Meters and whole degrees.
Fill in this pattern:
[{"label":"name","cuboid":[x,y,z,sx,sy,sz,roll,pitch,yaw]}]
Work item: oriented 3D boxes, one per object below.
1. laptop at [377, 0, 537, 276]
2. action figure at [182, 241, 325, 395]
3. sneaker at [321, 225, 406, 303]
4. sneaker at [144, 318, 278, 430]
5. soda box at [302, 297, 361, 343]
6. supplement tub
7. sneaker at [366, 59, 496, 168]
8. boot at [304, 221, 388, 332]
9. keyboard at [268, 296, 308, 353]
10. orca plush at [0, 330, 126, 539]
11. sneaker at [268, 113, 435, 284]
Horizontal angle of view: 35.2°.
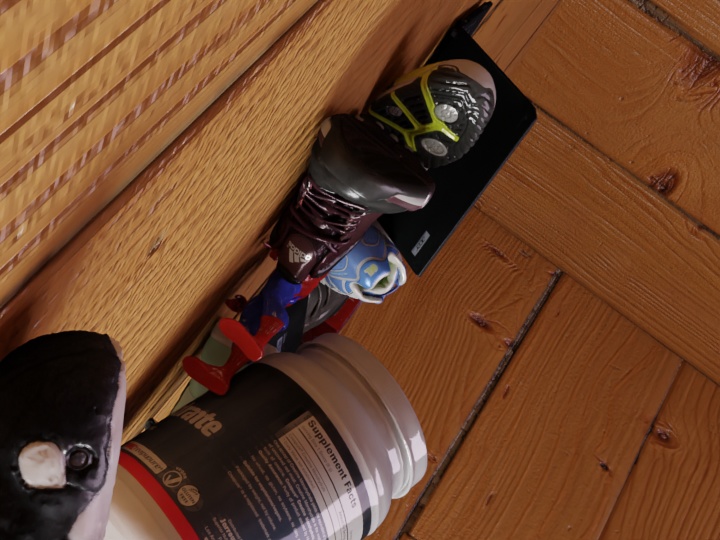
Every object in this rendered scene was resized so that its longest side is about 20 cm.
[{"label":"laptop","cuboid":[0.083,-0.122,0.998,0.177,0.103,0.200,-54,178,28]},{"label":"action figure","cuboid":[-0.060,0.014,0.790,0.065,0.052,0.200,-50,179,27]},{"label":"sneaker","cuboid":[0.000,0.000,1.020,0.076,0.077,0.200,-40,166,2]},{"label":"sneaker","cuboid":[-0.107,0.108,0.897,0.118,0.074,0.200,-60,169,-6]},{"label":"soda box","cuboid":[-0.016,0.005,1.355,0.200,0.070,0.063,-52,179,-39]},{"label":"supplement tub","cuboid":[-0.069,0.142,0.746,0.200,0.140,0.140,-31,167,-28]},{"label":"sneaker","cuboid":[0.045,-0.117,0.828,0.076,0.075,0.200,-61,-169,-19]},{"label":"boot","cuboid":[-0.031,0.003,1.135,0.200,0.068,0.131,-56,171,30]},{"label":"keyboard","cuboid":[-0.099,0.081,1.058,0.127,0.021,0.200,-42,163,-26]},{"label":"orca plush","cuboid":[-0.143,0.096,0.397,0.200,0.071,0.105,-50,-134,44]},{"label":"sneaker","cuboid":[-0.015,-0.033,0.706,0.116,0.076,0.200,-51,179,10]}]
